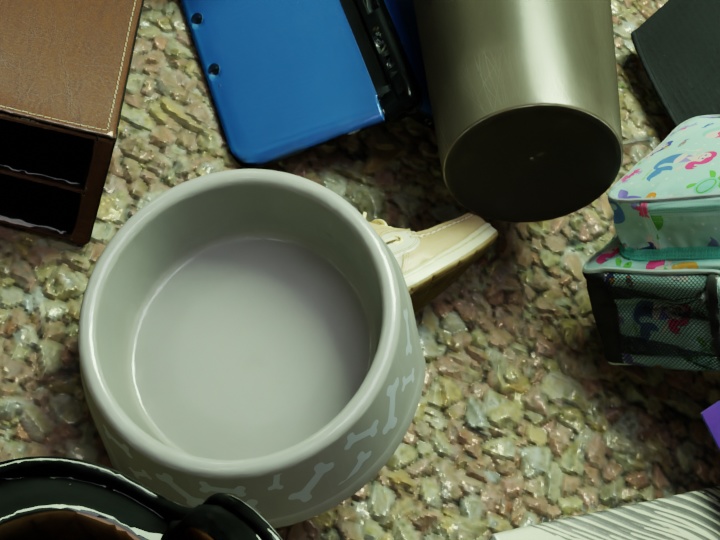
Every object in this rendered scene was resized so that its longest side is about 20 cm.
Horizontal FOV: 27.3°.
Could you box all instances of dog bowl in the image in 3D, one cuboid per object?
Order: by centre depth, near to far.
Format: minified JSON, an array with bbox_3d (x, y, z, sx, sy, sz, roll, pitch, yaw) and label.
[{"bbox_3d":[-0.063,0.035,0.807,0.197,0.059,0.203,-2,65,4],"label":"dog bowl"}]

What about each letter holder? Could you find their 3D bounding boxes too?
[{"bbox_3d":[-0.209,-0.138,0.894,0.140,0.101,0.202,13,52,-12],"label":"letter holder"}]

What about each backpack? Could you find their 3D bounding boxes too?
[{"bbox_3d":[0.257,-0.014,0.922,0.198,0.152,0.177,10,34,38],"label":"backpack"}]

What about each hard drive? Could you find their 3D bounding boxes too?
[{"bbox_3d":[0.286,-0.134,1.086,0.042,0.135,0.202,9,47,-52],"label":"hard drive"}]

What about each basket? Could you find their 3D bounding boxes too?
[{"bbox_3d":[0.102,-0.144,0.958,0.180,0.135,0.202,44,35,-46],"label":"basket"}]

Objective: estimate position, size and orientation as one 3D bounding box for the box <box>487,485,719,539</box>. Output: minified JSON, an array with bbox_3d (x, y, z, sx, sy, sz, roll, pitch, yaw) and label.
[{"bbox_3d":[0.157,0.181,0.844,0.198,0.069,0.083,-7,59,-29],"label":"box"}]

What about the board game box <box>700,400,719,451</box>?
[{"bbox_3d":[0.291,0.142,0.888,0.199,0.045,0.136,16,44,-52],"label":"board game box"}]

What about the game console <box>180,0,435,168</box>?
[{"bbox_3d":[-0.019,-0.157,1.044,0.170,0.118,0.202,21,43,-51],"label":"game console"}]

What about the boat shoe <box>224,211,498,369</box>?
[{"bbox_3d":[0.000,0.000,0.901,0.199,0.074,0.070,-27,76,-35],"label":"boat shoe"}]

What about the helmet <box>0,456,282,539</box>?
[{"bbox_3d":[-0.120,0.183,0.641,0.198,0.189,0.203,4,84,-40],"label":"helmet"}]
